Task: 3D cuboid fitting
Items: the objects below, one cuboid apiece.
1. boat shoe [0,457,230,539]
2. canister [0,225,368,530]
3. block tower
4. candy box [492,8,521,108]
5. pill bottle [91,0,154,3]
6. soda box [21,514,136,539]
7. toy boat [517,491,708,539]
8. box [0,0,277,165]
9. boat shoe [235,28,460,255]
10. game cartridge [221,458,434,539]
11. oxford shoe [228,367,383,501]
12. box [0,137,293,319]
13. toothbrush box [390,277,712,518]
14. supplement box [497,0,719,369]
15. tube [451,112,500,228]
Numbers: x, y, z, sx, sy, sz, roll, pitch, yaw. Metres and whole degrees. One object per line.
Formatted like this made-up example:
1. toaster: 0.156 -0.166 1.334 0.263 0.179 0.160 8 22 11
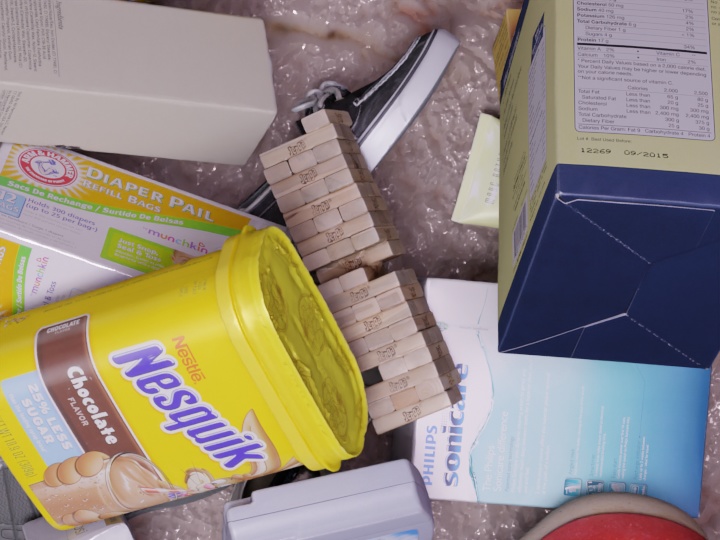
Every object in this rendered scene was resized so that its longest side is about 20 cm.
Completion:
1. boat shoe: -0.174 0.129 1.314 0.202 0.065 0.074 -17 111 -3
2. canister: -0.116 0.069 1.189 0.200 0.087 0.149 -17 122 18
3. block tower: 0.000 0.000 1.269 0.058 0.054 0.200 -23 87 14
4. candy box: 0.158 -0.077 1.326 0.117 0.056 0.200 -1 64 -9
5. pill bottle: -0.135 -0.227 1.296 0.200 0.104 0.104 -14 92 -9
6. soda box: -0.145 0.243 1.282 0.064 0.068 0.200 -26 111 -8
7. toy boat: 0.147 0.239 1.289 0.130 0.131 0.200 32 114 -35
8. box: -0.159 -0.123 1.274 0.200 0.068 0.082 6 57 -23
9. boat shoe: -0.015 -0.090 1.332 0.068 0.074 0.199 39 99 -1
10. game cartridge: -0.021 0.170 1.265 0.133 0.200 0.041 -15 71 -10
11. oxford shoe: -0.027 0.095 1.335 0.075 0.058 0.200 27 84 -6
12. box: -0.155 0.008 1.270 0.200 0.113 0.101 19 124 -9
13. toothbrush box: 0.127 0.084 1.345 0.200 0.085 0.147 4 89 -9
14. supplement box: 0.161 -0.076 1.180 0.134 0.200 0.200 5 62 -4
15. tube: 0.167 -0.042 1.374 0.200 0.052 0.058 17 46 -4
